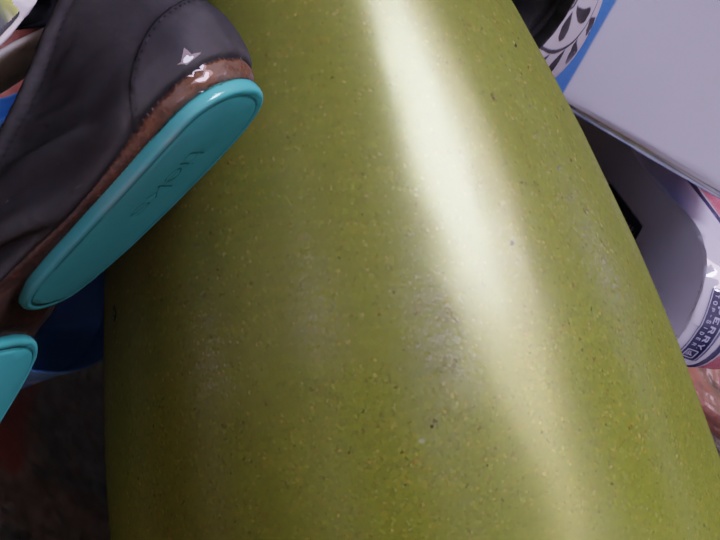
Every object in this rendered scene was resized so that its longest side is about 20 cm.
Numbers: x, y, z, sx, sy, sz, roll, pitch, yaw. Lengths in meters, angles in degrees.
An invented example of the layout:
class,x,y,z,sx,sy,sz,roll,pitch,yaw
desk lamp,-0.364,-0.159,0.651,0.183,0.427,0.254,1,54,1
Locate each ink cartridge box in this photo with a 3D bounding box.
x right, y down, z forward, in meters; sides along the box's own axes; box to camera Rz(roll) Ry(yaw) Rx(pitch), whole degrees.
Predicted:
class,x,y,z,sx,sy,sz,roll,pitch,yaw
ink cartridge box,0.150,-0.134,1.032,0.083,0.145,0.200,29,22,1

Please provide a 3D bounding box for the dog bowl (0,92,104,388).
class,x,y,z,sx,sy,sz,roll,pitch,yaw
dog bowl,-0.153,-0.038,0.790,0.200,0.050,0.112,43,36,-18

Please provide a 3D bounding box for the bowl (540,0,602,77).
class,x,y,z,sx,sy,sz,roll,pitch,yaw
bowl,0.005,-0.085,0.933,0.200,0.200,0.095,-15,99,-54

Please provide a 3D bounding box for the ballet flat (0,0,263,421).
class,x,y,z,sx,sy,sz,roll,pitch,yaw
ballet flat,-0.106,0.000,0.711,0.068,0.200,0.068,44,11,16

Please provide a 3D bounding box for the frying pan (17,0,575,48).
class,x,y,z,sx,sy,sz,roll,pitch,yaw
frying pan,-0.018,-0.088,0.826,0.115,0.189,0.031,56,13,-26

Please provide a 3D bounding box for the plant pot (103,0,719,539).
class,x,y,z,sx,sy,sz,roll,pitch,yaw
plant pot,0.000,0.000,0.771,0.187,0.186,0.201,-22,101,-55

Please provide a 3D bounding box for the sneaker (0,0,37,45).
class,x,y,z,sx,sy,sz,roll,pitch,yaw
sneaker,-0.136,-0.096,0.724,0.074,0.085,0.200,32,29,-27

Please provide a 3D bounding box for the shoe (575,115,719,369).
class,x,y,z,sx,sy,sz,roll,pitch,yaw
shoe,0.131,-0.023,1.064,0.091,0.072,0.200,16,28,-28
